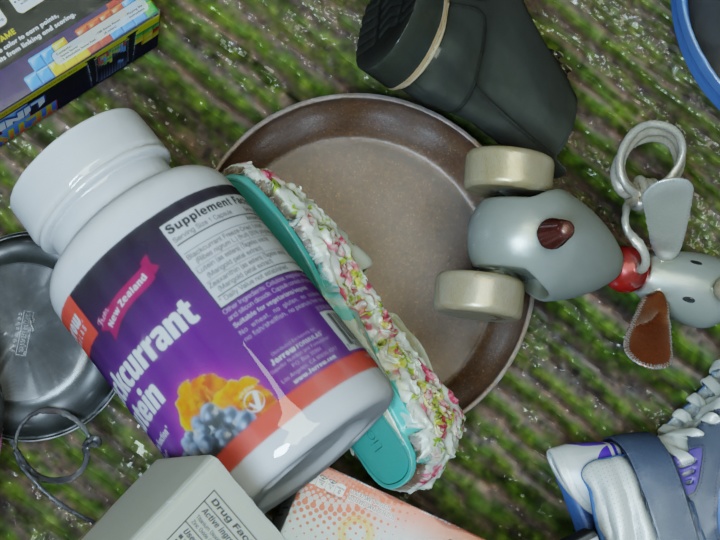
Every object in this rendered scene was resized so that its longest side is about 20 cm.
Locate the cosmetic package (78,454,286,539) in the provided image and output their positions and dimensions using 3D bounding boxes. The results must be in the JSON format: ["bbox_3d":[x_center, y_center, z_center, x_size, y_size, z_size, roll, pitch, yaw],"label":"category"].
[{"bbox_3d":[-0.112,0.186,0.710,0.200,0.073,0.104,-45,105,-27],"label":"cosmetic package"}]

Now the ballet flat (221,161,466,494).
[{"bbox_3d":[-0.010,0.027,0.878,0.064,0.076,0.201,-28,88,-45],"label":"ballet flat"}]

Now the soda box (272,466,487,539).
[{"bbox_3d":[0.045,0.175,0.882,0.199,0.064,0.069,26,75,-3],"label":"soda box"}]

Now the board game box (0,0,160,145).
[{"bbox_3d":[-0.239,-0.147,0.909,0.200,0.057,0.166,-34,83,-14],"label":"board game box"}]

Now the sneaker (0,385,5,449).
[{"bbox_3d":[-0.215,0.094,0.789,0.079,0.095,0.201,13,57,-13],"label":"sneaker"}]

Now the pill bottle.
[{"bbox_3d":[-0.085,0.019,0.818,0.111,0.112,0.200,-36,78,-15],"label":"pill bottle"}]

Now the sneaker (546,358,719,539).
[{"bbox_3d":[0.181,0.094,0.913,0.146,0.081,0.201,15,81,-10],"label":"sneaker"}]

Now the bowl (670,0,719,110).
[{"bbox_3d":[0.286,-0.164,1.010,0.199,0.039,0.202,2,77,-9],"label":"bowl"}]

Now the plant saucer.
[{"bbox_3d":[0.000,0.000,0.928,0.199,0.034,0.202,2,77,-9],"label":"plant saucer"}]

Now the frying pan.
[{"bbox_3d":[-0.149,0.054,0.878,0.189,0.031,0.115,32,86,9],"label":"frying pan"}]

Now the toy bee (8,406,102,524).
[{"bbox_3d":[-0.123,0.175,0.811,0.131,0.109,0.201,-39,103,-29],"label":"toy bee"}]

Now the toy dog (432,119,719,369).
[{"bbox_3d":[0.137,-0.011,0.891,0.199,0.096,0.133,-11,96,-28],"label":"toy dog"}]

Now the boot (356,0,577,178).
[{"bbox_3d":[0.080,-0.160,0.970,0.138,0.077,0.201,32,60,-24],"label":"boot"}]

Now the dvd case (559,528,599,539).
[{"bbox_3d":[0.093,0.252,0.832,0.142,0.018,0.201,-22,91,-13],"label":"dvd case"}]
